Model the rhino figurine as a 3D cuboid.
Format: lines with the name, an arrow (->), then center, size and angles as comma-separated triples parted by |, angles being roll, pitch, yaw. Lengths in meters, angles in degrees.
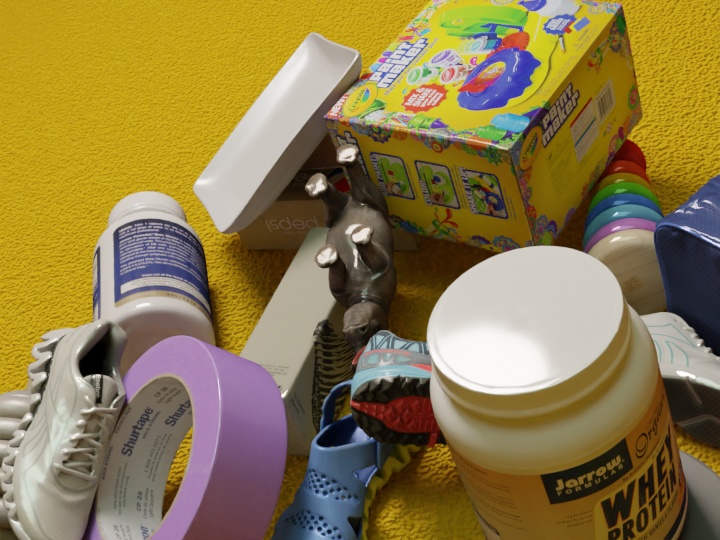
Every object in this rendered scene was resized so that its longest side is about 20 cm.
rhino figurine -> 0.000, 0.000, 1.027 | 0.059, 0.088, 0.202 | -16, 54, 13

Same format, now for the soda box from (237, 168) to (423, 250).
soda box -> -0.032, -0.065, 1.229 | 0.198, 0.068, 0.064 | 0, 45, 27

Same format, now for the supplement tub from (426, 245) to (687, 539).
supplement tub -> 0.126, 0.098, 0.802 | 0.143, 0.201, 0.145 | -14, 40, 12

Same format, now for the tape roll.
tape roll -> -0.141, 0.155, 0.961 | 0.199, 0.065, 0.202 | -31, 48, 41

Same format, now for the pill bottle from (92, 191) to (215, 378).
pill bottle -> -0.199, 0.014, 1.188 | 0.110, 0.112, 0.201 | -20, 39, 4

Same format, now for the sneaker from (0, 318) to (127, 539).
sneaker -> -0.227, 0.127, 0.980 | 0.081, 0.075, 0.202 | -24, 52, 33

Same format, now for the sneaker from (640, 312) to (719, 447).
sneaker -> 0.238, 0.071, 0.943 | 0.199, 0.071, 0.080 | 20, 53, 41

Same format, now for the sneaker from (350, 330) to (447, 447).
sneaker -> 0.091, 0.085, 0.945 | 0.198, 0.080, 0.096 | 13, 34, -10

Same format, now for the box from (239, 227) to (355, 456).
box -> -0.041, 0.058, 1.086 | 0.068, 0.083, 0.201 | 2, 47, 29

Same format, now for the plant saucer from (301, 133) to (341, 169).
plant saucer -> -0.005, -0.143, 1.263 | 0.197, 0.036, 0.200 | -7, 16, 2

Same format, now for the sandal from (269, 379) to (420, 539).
sandal -> -0.022, 0.160, 0.958 | 0.079, 0.088, 0.201 | 6, 49, 28

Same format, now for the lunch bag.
lunch bag -> 0.323, -0.002, 0.929 | 0.132, 0.137, 0.200 | -36, 40, -17

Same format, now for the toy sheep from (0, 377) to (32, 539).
toy sheep -> -0.294, 0.170, 1.049 | 0.136, 0.138, 0.202 | -8, 60, 18

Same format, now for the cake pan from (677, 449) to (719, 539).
cake pan -> 0.178, 0.195, 0.858 | 0.198, 0.037, 0.202 | -14, 40, 12

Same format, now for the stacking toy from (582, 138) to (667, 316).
stacking toy -> 0.226, -0.048, 1.084 | 0.084, 0.086, 0.201 | -12, 34, 13

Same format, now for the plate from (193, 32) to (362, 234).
plate -> -0.076, -0.128, 1.174 | 0.201, 0.032, 0.200 | -52, 22, 3

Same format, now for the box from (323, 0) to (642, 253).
box -> 0.111, -0.133, 1.090 | 0.191, 0.123, 0.200 | 13, 51, 36
